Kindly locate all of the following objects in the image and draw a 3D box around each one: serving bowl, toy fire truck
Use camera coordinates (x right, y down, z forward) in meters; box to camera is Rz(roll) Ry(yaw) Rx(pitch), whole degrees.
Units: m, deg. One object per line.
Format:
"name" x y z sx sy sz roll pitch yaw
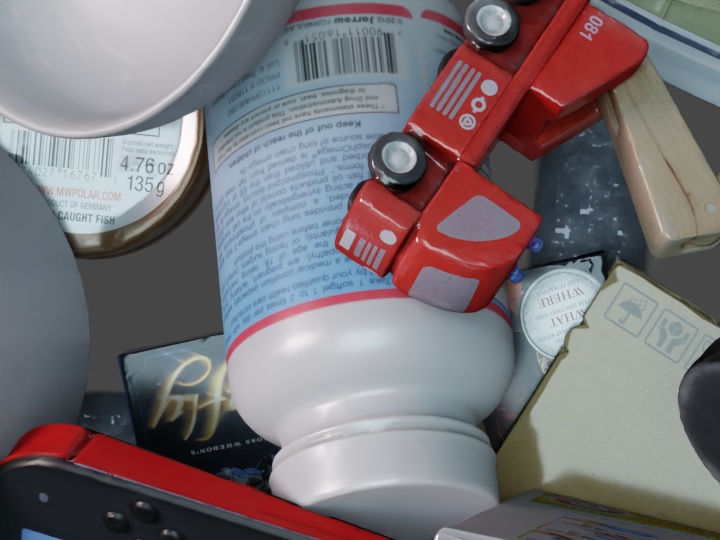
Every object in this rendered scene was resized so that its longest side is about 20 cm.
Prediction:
"serving bowl" -0.080 -0.146 1.098 0.199 0.066 0.201 -4 84 40
"toy fire truck" 0.096 -0.052 1.056 0.141 0.049 0.200 32 65 3

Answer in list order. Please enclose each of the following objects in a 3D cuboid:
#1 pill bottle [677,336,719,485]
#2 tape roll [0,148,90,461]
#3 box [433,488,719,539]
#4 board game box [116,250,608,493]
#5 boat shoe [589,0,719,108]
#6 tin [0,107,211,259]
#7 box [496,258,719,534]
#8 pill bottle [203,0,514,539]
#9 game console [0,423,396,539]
"pill bottle" 0.210 0.005 1.077 0.112 0.112 0.200 47 64 2
"tape roll" -0.219 0.036 1.124 0.202 0.139 0.204 2 100 14
"box" 0.082 0.146 1.025 0.101 0.200 0.113 12 93 12
"board game box" 0.014 0.078 1.175 0.199 0.035 0.136 -12 91 5
"boat shoe" 0.124 -0.104 1.145 0.199 0.072 0.062 24 96 -6
"tin" -0.105 -0.104 1.178 0.111 0.042 0.201 5 92 0
"box" 0.139 0.117 1.127 0.200 0.021 0.164 33 94 8
"pill bottle" 0.000 0.000 1.103 0.108 0.109 0.201 -8 66 5
"game console" -0.057 0.149 1.099 0.176 0.031 0.201 20 137 13
